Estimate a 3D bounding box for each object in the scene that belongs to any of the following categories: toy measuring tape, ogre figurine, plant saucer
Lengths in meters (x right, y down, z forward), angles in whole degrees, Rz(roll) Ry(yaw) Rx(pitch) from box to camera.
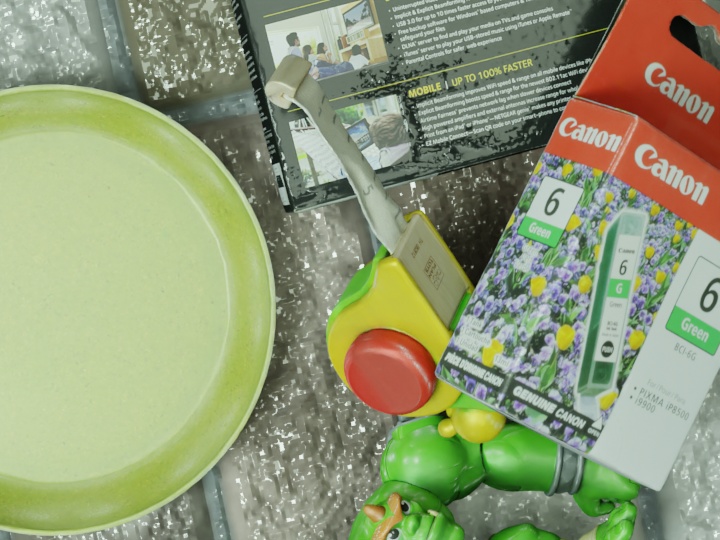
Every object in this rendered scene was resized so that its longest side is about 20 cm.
[{"bbox_3d":[0.000,0.000,0.947,0.073,0.074,0.201,-36,112,-3],"label":"toy measuring tape"},{"bbox_3d":[0.045,0.145,0.975,0.119,0.098,0.201,22,83,3],"label":"ogre figurine"},{"bbox_3d":[-0.138,0.017,0.982,0.198,0.031,0.202,0,93,-7],"label":"plant saucer"}]

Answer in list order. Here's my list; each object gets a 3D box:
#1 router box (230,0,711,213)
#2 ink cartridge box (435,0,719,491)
[{"bbox_3d":[0.044,-0.122,0.983,0.198,0.051,0.150,-14,93,-5],"label":"router box"},{"bbox_3d":[0.124,-0.018,0.937,0.109,0.050,0.201,28,88,-36],"label":"ink cartridge box"}]
